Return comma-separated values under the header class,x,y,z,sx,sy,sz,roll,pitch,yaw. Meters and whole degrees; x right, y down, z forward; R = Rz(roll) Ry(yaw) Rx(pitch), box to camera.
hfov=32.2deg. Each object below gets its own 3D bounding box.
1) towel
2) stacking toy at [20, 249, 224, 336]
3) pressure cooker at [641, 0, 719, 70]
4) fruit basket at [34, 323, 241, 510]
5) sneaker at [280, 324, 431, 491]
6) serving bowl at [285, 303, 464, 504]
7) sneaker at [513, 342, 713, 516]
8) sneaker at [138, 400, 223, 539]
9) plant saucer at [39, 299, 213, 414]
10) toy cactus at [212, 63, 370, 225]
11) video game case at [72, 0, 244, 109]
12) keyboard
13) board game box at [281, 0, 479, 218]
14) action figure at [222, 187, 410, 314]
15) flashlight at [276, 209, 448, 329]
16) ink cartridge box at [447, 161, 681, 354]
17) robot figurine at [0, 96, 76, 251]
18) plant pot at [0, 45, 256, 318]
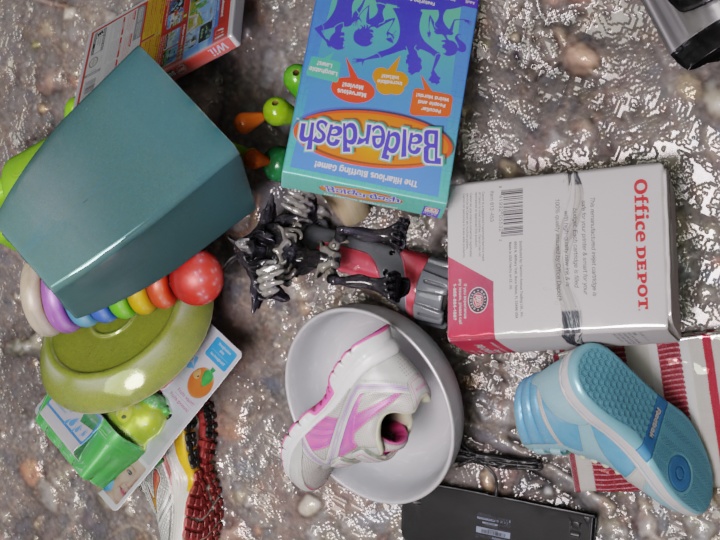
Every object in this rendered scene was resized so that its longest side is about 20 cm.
class,x,y,z,sx,sy,sz,roll,pitch,yaw
towel,0.284,0.131,1.154,0.197,0.023,0.147,-7,97,24
stacking toy,-0.227,0.013,1.225,0.196,0.085,0.087,-6,96,12
pressure cooker,0.287,-0.286,1.009,0.174,0.179,0.202,-27,87,-8
fruit basket,-0.237,0.113,1.278,0.185,0.093,0.201,38,93,38
sneaker,-0.004,0.147,1.152,0.088,0.081,0.201,44,129,16
serving bowl,0.022,0.122,1.217,0.198,0.066,0.204,15,116,32
sneaker,0.222,0.154,1.140,0.200,0.080,0.130,47,143,-13
sneaker,-0.197,0.228,1.334,0.081,0.078,0.204,-2,88,25
plant saucer,-0.245,0.053,1.268,0.197,0.202,0.031,-6,139,22
toy cactus,-0.041,-0.123,1.209,0.198,0.102,0.167,-27,113,-2
video game case,-0.199,-0.230,1.237,0.198,0.145,0.017,-23,134,23
keyboard,0.134,0.231,1.228,0.197,0.021,0.129,8,106,19
board game box,0.019,-0.161,1.130,0.149,0.045,0.204,10,75,-2
action figure,-0.054,-0.021,1.158,0.197,0.102,0.121,3,72,22
flashlight,0.000,0.000,1.220,0.197,0.068,0.069,15,112,18
ink cartridge box,0.182,-0.007,1.115,0.197,0.084,0.147,-5,76,22
robot figurine,-0.285,-0.089,1.281,0.198,0.116,0.178,-26,66,10
plant pot,-0.220,-0.064,1.136,0.200,0.142,0.141,-42,75,-10
